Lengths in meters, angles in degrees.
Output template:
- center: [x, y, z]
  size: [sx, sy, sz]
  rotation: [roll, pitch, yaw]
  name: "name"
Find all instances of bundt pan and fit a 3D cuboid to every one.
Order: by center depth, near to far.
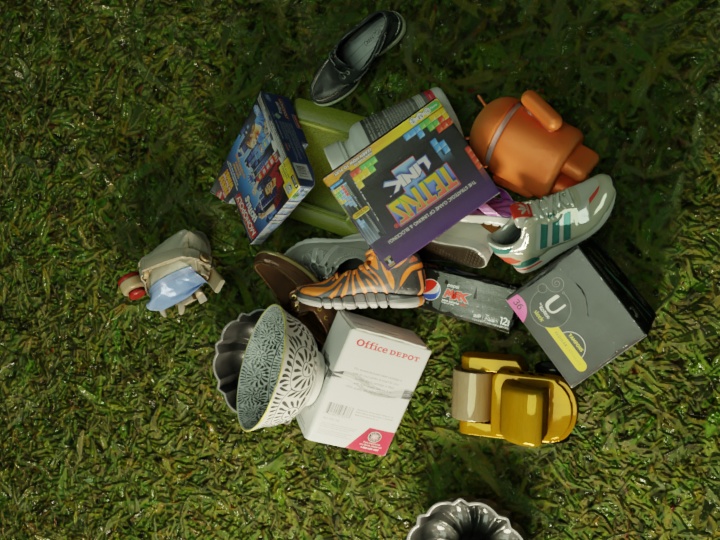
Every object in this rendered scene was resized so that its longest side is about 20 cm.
- center: [0.176, 0.448, 1.384]
  size: [0.201, 0.076, 0.202]
  rotation: [2, 96, 21]
  name: "bundt pan"
- center: [-0.148, 0.160, 1.494]
  size: [0.201, 0.076, 0.202]
  rotation: [2, 95, 21]
  name: "bundt pan"

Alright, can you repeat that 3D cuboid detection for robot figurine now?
- center: [0.246, -0.183, 1.286]
  size: [0.200, 0.144, 0.117]
  rotation: [31, 87, 16]
  name: "robot figurine"

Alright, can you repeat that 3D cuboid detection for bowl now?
- center: [-0.115, 0.161, 1.370]
  size: [0.094, 0.201, 0.201]
  rotation: [16, 104, -21]
  name: "bowl"

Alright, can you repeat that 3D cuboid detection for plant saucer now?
- center: [-0.055, -0.166, 1.443]
  size: [0.200, 0.048, 0.200]
  rotation: [19, 102, 19]
  name: "plant saucer"

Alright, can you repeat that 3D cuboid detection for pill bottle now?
- center: [0.050, -0.191, 1.336]
  size: [0.200, 0.111, 0.111]
  rotation: [-24, 86, 1]
  name: "pill bottle"

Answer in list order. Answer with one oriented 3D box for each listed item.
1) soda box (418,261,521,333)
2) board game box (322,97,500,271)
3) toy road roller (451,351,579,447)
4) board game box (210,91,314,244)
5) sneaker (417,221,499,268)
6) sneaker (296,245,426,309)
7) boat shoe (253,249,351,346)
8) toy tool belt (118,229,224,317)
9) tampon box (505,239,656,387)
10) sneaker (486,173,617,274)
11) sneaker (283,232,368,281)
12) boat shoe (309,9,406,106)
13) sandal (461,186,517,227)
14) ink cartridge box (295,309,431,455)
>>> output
- center: [0.152, 0.036, 1.372]
  size: [0.200, 0.063, 0.071]
  rotation: [15, 100, 19]
  name: "soda box"
- center: [0.072, -0.124, 1.262]
  size: [0.200, 0.057, 0.165]
  rotation: [-36, 97, 3]
  name: "board game box"
- center: [0.225, 0.198, 1.313]
  size: [0.200, 0.146, 0.123]
  rotation: [4, 96, 21]
  name: "toy road roller"
- center: [-0.162, -0.149, 1.435]
  size: [0.200, 0.062, 0.200]
  rotation: [-45, 56, 36]
  name: "board game box"
- center: [0.127, -0.063, 1.383]
  size: [0.200, 0.073, 0.085]
  rotation: [16, 60, 30]
  name: "sneaker"
- center: [0.000, 0.000, 1.347]
  size: [0.200, 0.078, 0.112]
  rotation: [-2, 96, 3]
  name: "sneaker"
- center: [-0.096, 0.047, 1.405]
  size: [0.200, 0.068, 0.072]
  rotation: [44, 144, -20]
  name: "boat shoe"
- center: [-0.331, 0.024, 1.531]
  size: [0.200, 0.125, 0.123]
  rotation: [-33, 74, 21]
  name: "toy tool belt"
- center: [0.315, 0.053, 1.236]
  size: [0.126, 0.200, 0.150]
  rotation: [-40, 80, 20]
  name: "tampon box"
- center: [0.264, -0.074, 1.231]
  size: [0.200, 0.093, 0.070]
  rotation: [-40, 38, 34]
  name: "sneaker"
- center: [-0.054, -0.009, 1.426]
  size: [0.200, 0.082, 0.075]
  rotation: [-16, 125, 22]
  name: "sneaker"
- center: [-0.016, -0.342, 1.401]
  size: [0.199, 0.066, 0.075]
  rotation: [-35, 80, 20]
  name: "boat shoe"
- center: [0.198, -0.105, 1.330]
  size: [0.202, 0.083, 0.050]
  rotation: [11, 123, 7]
  name: "sandal"
- center: [0.003, 0.179, 1.398]
  size: [0.145, 0.083, 0.200]
  rotation: [18, 103, -22]
  name: "ink cartridge box"
